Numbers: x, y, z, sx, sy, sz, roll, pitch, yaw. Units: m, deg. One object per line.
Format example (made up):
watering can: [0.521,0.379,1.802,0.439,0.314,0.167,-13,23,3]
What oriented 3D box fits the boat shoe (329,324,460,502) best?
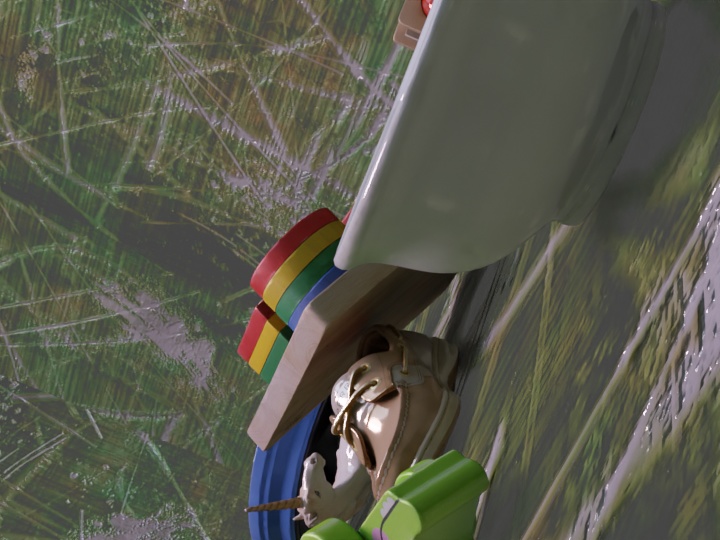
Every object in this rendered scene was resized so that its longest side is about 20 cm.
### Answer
boat shoe: [0.015,0.082,0.760,0.200,0.069,0.074,-73,5,-77]

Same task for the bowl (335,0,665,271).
bowl: [0.065,-0.079,0.547,0.201,0.090,0.203,-158,90,-88]

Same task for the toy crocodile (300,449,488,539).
toy crocodile: [0.005,0.138,0.560,0.067,0.062,0.201,-24,-23,-36]

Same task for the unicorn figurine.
unicorn figurine: [0.001,0.123,0.997,0.200,0.073,0.139,22,-90,-75]

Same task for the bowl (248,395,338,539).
bowl: [-0.032,0.145,1.104,0.200,0.039,0.203,14,-90,-72]

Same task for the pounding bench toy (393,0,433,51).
pounding bench toy: [0.128,-0.319,1.374,0.156,0.123,0.202,-129,61,-88]

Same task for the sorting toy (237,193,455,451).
sorting toy: [0.000,0.000,0.879,0.200,0.070,0.199,-39,-12,-30]
